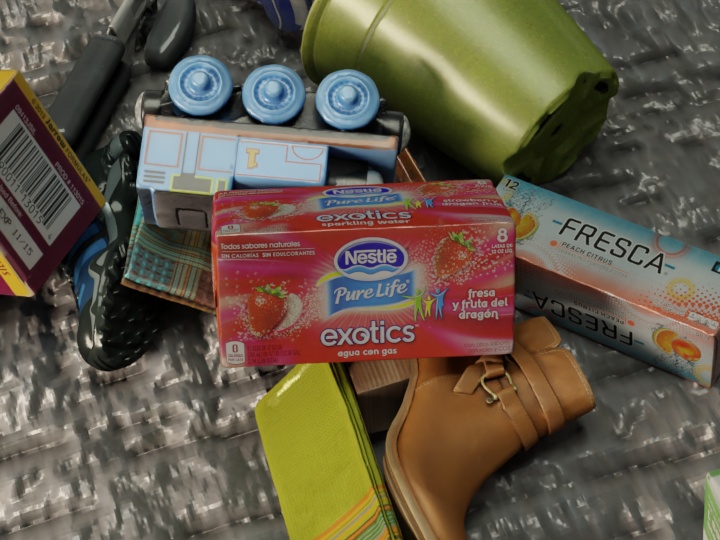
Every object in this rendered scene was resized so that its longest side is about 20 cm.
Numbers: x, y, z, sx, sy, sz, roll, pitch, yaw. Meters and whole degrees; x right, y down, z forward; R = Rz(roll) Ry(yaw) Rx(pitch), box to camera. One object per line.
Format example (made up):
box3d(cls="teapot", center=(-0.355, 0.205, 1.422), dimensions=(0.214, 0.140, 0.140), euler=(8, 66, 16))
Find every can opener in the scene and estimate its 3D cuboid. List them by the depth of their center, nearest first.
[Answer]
box3d(cls="can opener", center=(-0.194, -0.165, 1.449), dimensions=(0.066, 0.054, 0.201), euler=(10, 53, 16))

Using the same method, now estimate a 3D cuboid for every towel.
box3d(cls="towel", center=(-0.024, 0.143, 1.156), dimensions=(0.086, 0.018, 0.201), euler=(-42, 44, 24))
box3d(cls="towel", center=(-0.094, -0.048, 1.320), dimensions=(0.146, 0.022, 0.201), euler=(17, 48, -12))

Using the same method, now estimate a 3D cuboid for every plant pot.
box3d(cls="plant pot", center=(0.089, -0.160, 1.339), dimensions=(0.200, 0.201, 0.190), euler=(-36, 67, -22))

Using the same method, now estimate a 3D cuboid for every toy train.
box3d(cls="toy train", center=(-0.065, -0.082, 1.255), dimensions=(0.198, 0.087, 0.115), euler=(6, 71, 0))

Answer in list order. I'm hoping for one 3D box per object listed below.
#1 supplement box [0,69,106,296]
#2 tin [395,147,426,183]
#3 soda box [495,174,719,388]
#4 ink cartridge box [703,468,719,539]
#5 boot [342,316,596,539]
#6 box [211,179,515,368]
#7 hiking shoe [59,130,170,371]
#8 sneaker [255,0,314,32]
box3d(cls="supplement box", center=(-0.308, -0.065, 1.287), dimensions=(0.199, 0.131, 0.104), euler=(2, 47, 40))
box3d(cls="tin", center=(-0.003, -0.039, 1.299), dimensions=(0.111, 0.042, 0.201), euler=(-19, 64, -19))
box3d(cls="soda box", center=(0.173, 0.006, 1.248), dimensions=(0.199, 0.064, 0.069), euler=(24, 58, 24))
box3d(cls="ink cartridge box", center=(0.271, 0.186, 0.993), dimensions=(0.145, 0.201, 0.085), euler=(-15, 46, -7))
box3d(cls="boot", center=(0.085, 0.112, 1.166), dimensions=(0.153, 0.074, 0.201), euler=(-13, 52, -9))
box3d(cls="box", center=(0.000, 0.000, 1.182), dimensions=(0.198, 0.096, 0.100), euler=(-3, 20, -5))
box3d(cls="hiking shoe", center=(-0.191, -0.006, 1.316), dimensions=(0.086, 0.074, 0.201), euler=(-20, 49, 27))
box3d(cls="sneaker", center=(-0.101, -0.269, 1.517), dimensions=(0.114, 0.081, 0.200), euler=(-12, 42, 2))
